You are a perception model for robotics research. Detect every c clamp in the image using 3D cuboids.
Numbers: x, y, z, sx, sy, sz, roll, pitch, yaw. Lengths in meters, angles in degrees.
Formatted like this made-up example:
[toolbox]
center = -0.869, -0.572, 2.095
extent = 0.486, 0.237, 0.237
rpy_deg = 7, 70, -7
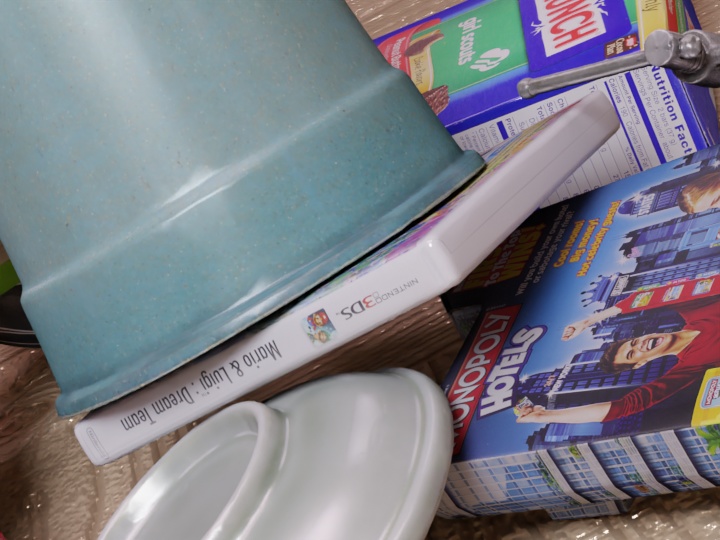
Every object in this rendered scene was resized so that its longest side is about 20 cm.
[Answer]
[c clamp]
center = 0.192, -0.083, 0.800
extent = 0.199, 0.027, 0.170
rpy_deg = 3, -7, -42

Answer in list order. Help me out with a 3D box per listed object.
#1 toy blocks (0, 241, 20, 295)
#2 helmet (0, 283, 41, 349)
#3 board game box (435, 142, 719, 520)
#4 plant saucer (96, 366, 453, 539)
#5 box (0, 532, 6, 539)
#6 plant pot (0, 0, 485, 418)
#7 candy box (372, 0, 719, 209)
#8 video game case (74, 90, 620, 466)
[toy blocks]
center = -0.196, -0.070, 0.915
extent = 0.200, 0.100, 0.137
rpy_deg = -35, 67, -8
[helmet]
center = -0.161, -0.051, 1.044
extent = 0.199, 0.201, 0.191
rpy_deg = -17, 15, 23
[board game box]
center = 0.101, 0.026, 0.758
extent = 0.199, 0.062, 0.200
rpy_deg = -13, 29, 35
[plant saucer]
center = -0.053, 0.103, 0.707
extent = 0.200, 0.050, 0.200
rpy_deg = -43, 19, 18
[box]
center = -0.215, 0.087, 0.743
extent = 0.095, 0.100, 0.200
rpy_deg = -44, 58, 3
[plant pot]
center = -0.083, -0.077, 0.785
extent = 0.200, 0.197, 0.200
rpy_deg = -29, 6, 3
[candy box]
center = 0.073, -0.082, 0.991
extent = 0.199, 0.077, 0.169
rpy_deg = -20, 24, 16
[video game case]
center = 0.000, 0.000, 0.796
extent = 0.182, 0.024, 0.200
rpy_deg = -28, 6, 31
